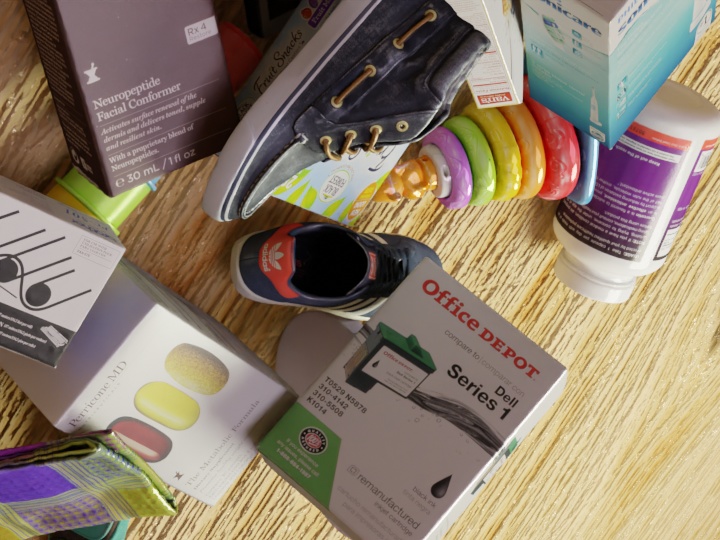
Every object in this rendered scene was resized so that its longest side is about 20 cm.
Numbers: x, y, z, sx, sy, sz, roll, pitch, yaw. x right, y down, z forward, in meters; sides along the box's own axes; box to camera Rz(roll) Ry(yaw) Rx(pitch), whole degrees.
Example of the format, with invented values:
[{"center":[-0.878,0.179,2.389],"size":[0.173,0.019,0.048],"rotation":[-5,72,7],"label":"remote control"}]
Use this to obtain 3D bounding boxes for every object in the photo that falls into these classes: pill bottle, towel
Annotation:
[{"center":[0.248,-0.075,1.416],"size":[0.112,0.112,0.200],"rotation":[-7,125,-43],"label":"pill bottle"},{"center":[-0.244,0.164,1.086],"size":[0.200,0.023,0.144],"rotation":[-13,149,9],"label":"towel"}]

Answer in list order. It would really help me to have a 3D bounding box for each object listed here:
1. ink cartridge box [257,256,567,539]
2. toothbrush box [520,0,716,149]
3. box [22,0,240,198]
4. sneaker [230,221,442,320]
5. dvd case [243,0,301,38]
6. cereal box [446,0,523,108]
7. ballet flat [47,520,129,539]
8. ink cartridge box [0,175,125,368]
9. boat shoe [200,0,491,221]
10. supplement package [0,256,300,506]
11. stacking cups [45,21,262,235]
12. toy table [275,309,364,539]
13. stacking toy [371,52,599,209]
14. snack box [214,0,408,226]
[{"center":[0.041,0.111,1.172],"size":[0.200,0.146,0.084],"rotation":[-49,166,-12],"label":"ink cartridge box"},{"center":[0.195,-0.206,1.141],"size":[0.146,0.085,0.200],"rotation":[-51,161,-10],"label":"toothbrush box"},{"center":[-0.145,-0.157,0.936],"size":[0.100,0.075,0.200],"rotation":[-26,123,-21],"label":"box"},{"center":[0.000,0.000,1.211],"size":[0.200,0.084,0.075],"rotation":[-1,83,-37],"label":"sneaker"},{"center":[-0.024,-0.272,1.041],"size":[0.150,0.025,0.200],"rotation":[-31,138,-24],"label":"dvd case"},{"center":[0.080,-0.231,1.096],"size":[0.200,0.039,0.144],"rotation":[59,30,-54],"label":"cereal box"},{"center":[-0.213,0.200,1.222],"size":[0.070,0.067,0.200],"rotation":[-36,148,-59],"label":"ballet flat"},{"center":[-0.255,-0.020,0.946],"size":[0.200,0.044,0.094],"rotation":[26,101,-32],"label":"ink cartridge box"},{"center":[-0.010,-0.093,0.955],"size":[0.200,0.091,0.071],"rotation":[-51,174,5],"label":"boat shoe"},{"center":[-0.157,0.074,1.123],"size":[0.114,0.110,0.200],"rotation":[-51,143,0],"label":"supplement package"},{"center":[-0.144,-0.085,1.042],"size":[0.200,0.060,0.061],"rotation":[-47,143,-5],"label":"stacking cups"},{"center":[0.019,0.121,1.307],"size":[0.117,0.184,0.200],"rotation":[-15,98,-51],"label":"toy table"},{"center":[0.091,-0.091,1.263],"size":[0.200,0.116,0.110],"rotation":[-20,136,-19],"label":"stacking toy"},{"center":[-0.009,-0.125,1.094],"size":[0.169,0.068,0.200],"rotation":[-55,163,4],"label":"snack box"}]
